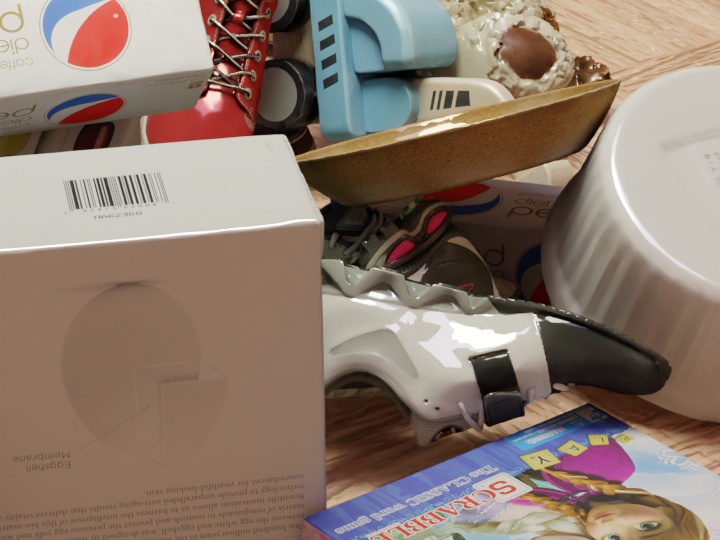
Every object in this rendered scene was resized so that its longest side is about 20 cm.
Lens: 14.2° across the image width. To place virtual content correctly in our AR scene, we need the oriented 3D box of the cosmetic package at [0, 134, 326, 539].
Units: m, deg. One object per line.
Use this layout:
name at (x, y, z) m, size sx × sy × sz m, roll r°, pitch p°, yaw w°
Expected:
cosmetic package at (-0.123, 0.049, 1.476) m, size 0.199 × 0.201 × 0.123 m, roll -5°, pitch 25°, yaw -9°

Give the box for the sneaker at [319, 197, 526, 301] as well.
sneaker at (0.000, 0.000, 1.702) m, size 0.199 × 0.085 × 0.077 m, roll 7°, pitch 27°, yaw 14°

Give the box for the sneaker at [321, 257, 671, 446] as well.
sneaker at (0.065, 0.057, 1.553) m, size 0.199 × 0.089 × 0.074 m, roll 11°, pitch -11°, yaw 8°

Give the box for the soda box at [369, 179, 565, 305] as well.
soda box at (0.093, -0.013, 1.751) m, size 0.199 × 0.064 × 0.068 m, roll 7°, pitch 28°, yaw 14°

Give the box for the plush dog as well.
plush dog at (0.076, -0.156, 1.997) m, size 0.172 × 0.161 × 0.200 m, roll -9°, pitch 53°, yaw -48°

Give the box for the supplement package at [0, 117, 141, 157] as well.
supplement package at (-0.227, -0.007, 1.642) m, size 0.199 × 0.156 × 0.111 m, roll 2°, pitch 26°, yaw 5°

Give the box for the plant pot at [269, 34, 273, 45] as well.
plant pot at (-0.019, -0.266, 2.122) m, size 0.200 × 0.200 × 0.180 m, roll 24°, pitch 41°, yaw 39°

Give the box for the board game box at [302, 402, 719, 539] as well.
board game box at (0.108, 0.149, 1.449) m, size 0.200 × 0.041 × 0.199 m, roll -20°, pitch 32°, yaw -34°

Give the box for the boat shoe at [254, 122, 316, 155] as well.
boat shoe at (-0.114, -0.079, 1.876) m, size 0.200 × 0.072 × 0.072 m, roll -17°, pitch 31°, yaw -30°

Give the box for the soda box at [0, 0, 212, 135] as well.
soda box at (-0.187, -0.116, 1.573) m, size 0.199 × 0.068 × 0.064 m, roll -9°, pitch -15°, yaw -17°

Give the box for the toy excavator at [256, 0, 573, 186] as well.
toy excavator at (0.034, -0.121, 1.867) m, size 0.200 × 0.195 × 0.100 m, roll -4°, pitch 2°, yaw 32°

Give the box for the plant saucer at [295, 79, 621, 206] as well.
plant saucer at (0.056, -0.070, 1.659) m, size 0.200 × 0.036 × 0.200 m, roll -13°, pitch 5°, yaw 1°

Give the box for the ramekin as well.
ramekin at (0.210, -0.021, 1.636) m, size 0.200 × 0.098 × 0.201 m, roll 7°, pitch 52°, yaw -8°

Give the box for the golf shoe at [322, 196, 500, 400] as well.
golf shoe at (-0.006, 0.044, 1.616) m, size 0.200 × 0.088 × 0.077 m, roll -38°, pitch -1°, yaw -18°

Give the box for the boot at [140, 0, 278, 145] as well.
boot at (-0.083, -0.133, 1.777) m, size 0.072 × 0.144 × 0.200 m, roll 19°, pitch 31°, yaw -14°
